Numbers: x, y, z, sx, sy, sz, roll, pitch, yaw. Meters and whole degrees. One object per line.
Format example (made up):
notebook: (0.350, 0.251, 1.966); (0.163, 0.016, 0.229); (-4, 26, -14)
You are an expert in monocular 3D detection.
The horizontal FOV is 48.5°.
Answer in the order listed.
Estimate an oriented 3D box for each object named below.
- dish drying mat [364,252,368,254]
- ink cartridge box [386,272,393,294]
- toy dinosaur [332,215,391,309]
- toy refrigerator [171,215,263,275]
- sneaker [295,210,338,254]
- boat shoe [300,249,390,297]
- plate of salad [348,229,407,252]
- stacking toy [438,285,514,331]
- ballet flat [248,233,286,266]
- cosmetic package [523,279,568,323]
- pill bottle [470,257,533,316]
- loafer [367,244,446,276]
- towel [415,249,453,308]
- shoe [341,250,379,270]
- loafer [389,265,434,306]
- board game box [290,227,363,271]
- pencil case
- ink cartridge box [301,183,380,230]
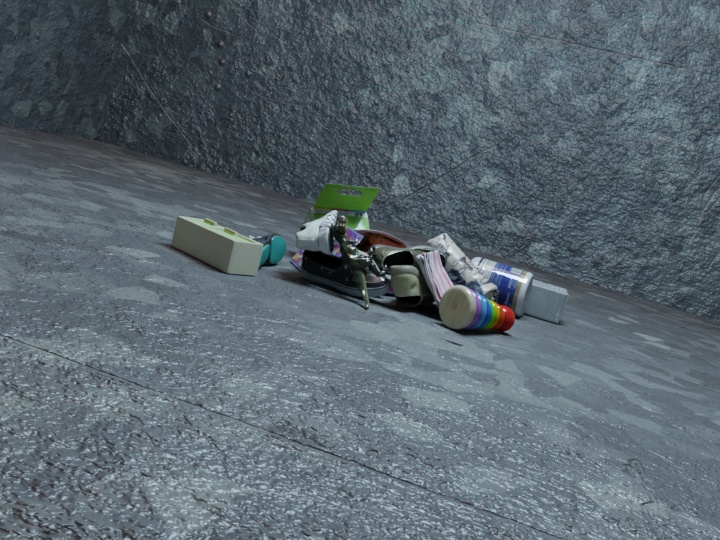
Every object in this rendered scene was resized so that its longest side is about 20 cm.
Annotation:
dish drying mat: (0.069, -0.009, 1.880); (0.198, 0.077, 0.018); (7, 47, -37)
ink cartridge box: (0.092, 0.029, 1.824); (0.198, 0.043, 0.119); (6, 10, -41)
toy dinosaur: (0.006, -0.015, 1.571); (0.087, 0.048, 0.202); (-6, 63, -35)
toy refrigerator: (-0.283, -0.053, 1.569); (0.075, 0.071, 0.199); (6, 11, -46)
sneaker: (-0.086, -0.080, 1.661); (0.080, 0.076, 0.200); (-4, 10, 8)
boat shoe: (-0.032, -0.003, 1.625); (0.198, 0.067, 0.070); (17, 40, 23)
plate of salad: (0.017, -0.039, 1.918); (0.197, 0.049, 0.201); (4, -27, 2)
stacking toy: (0.246, 0.084, 1.607); (0.085, 0.087, 0.199); (22, 7, 43)
ballet flat: (-0.212, -0.046, 1.671); (0.072, 0.074, 0.200); (16, 10, 9)
cosmetic package: (0.426, 0.064, 2.059); (0.197, 0.091, 0.107); (20, 11, 9)
pill bottle: (0.316, 0.033, 1.966); (0.198, 0.113, 0.111); (18, 8, 18)
loafer: (0.113, -0.015, 1.809); (0.197, 0.076, 0.070); (1, 16, -22)
towel: (0.175, 0.026, 1.695); (0.030, 0.148, 0.200); (-25, -3, 15)
shoe: (0.000, 0.000, 1.746); (0.053, 0.071, 0.200); (1, 23, -27)
loafer: (0.104, 0.044, 1.657); (0.075, 0.069, 0.200); (2, -15, 25)
board game box: (-0.086, -0.064, 1.787); (0.157, 0.039, 0.200); (-30, 20, -9)
pencil case: (0.236, 0.001, 1.893); (0.200, 0.078, 0.089); (49, 21, 16)
ink cartridge box: (-0.046, -0.118, 1.917); (0.146, 0.077, 0.200); (4, -31, -21)
